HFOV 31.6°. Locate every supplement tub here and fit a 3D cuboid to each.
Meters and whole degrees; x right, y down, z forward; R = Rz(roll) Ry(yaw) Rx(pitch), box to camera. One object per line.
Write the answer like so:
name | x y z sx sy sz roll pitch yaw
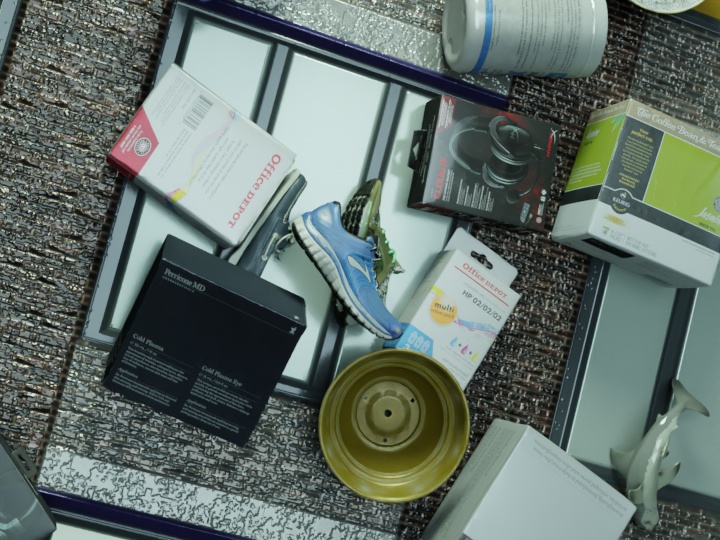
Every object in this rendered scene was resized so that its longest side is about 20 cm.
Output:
supplement tub | 0.220 -0.330 1.724 0.197 0.132 0.134 2 88 -14

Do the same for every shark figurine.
shark figurine | 0.397 0.250 1.782 0.127 0.089 0.217 20 91 -47

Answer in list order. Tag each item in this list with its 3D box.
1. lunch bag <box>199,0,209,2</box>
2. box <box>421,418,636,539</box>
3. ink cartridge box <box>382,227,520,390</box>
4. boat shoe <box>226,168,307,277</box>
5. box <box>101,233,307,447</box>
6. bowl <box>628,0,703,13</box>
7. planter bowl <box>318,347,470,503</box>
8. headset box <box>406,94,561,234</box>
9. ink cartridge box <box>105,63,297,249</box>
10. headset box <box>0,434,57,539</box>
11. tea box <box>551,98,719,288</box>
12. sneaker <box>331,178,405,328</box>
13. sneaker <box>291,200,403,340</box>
lunch bag | -0.124 -0.430 1.618 0.198 0.170 0.125 -25 97 -15
box | 0.222 0.338 1.701 0.198 0.131 0.201 37 80 -11
ink cartridge box | 0.133 0.051 1.720 0.115 0.068 0.201 34 80 -11
boat shoe | -0.121 -0.037 1.654 0.061 0.075 0.201 33 82 -9
box | -0.192 0.087 1.586 0.198 0.104 0.184 26 105 -13
bowl | 0.407 -0.453 1.796 0.198 0.094 0.204 1 87 -15
planter bowl | 0.040 0.196 1.675 0.197 0.083 0.204 -1 96 -6
headset box | 0.158 -0.143 1.730 0.197 0.077 0.151 13 85 -15
ink cartridge box | -0.205 -0.143 1.630 0.199 0.086 0.148 37 79 -12
headset box | -0.485 0.286 1.537 0.199 0.093 0.175 -35 96 -13
tea box | 0.400 -0.103 1.762 0.198 0.134 0.199 22 84 -13
sneaker | 0.018 -0.020 1.699 0.087 0.077 0.203 7 93 -24
sneaker | 0.000 0.000 1.612 0.089 0.079 0.201 -35 100 -5
